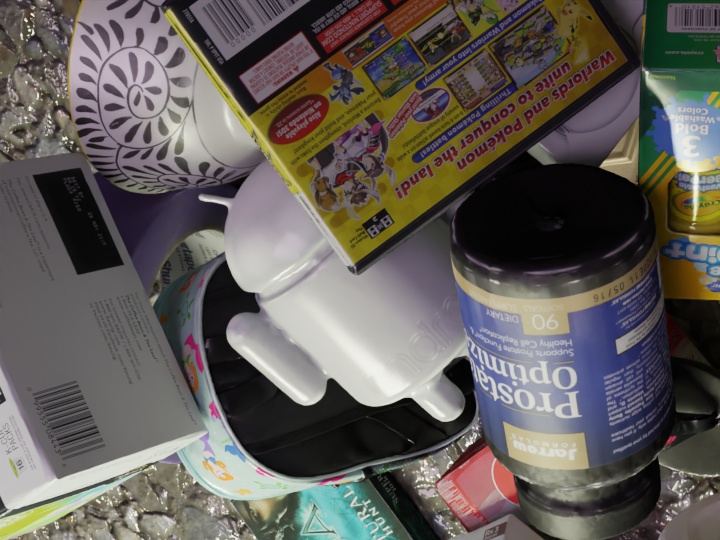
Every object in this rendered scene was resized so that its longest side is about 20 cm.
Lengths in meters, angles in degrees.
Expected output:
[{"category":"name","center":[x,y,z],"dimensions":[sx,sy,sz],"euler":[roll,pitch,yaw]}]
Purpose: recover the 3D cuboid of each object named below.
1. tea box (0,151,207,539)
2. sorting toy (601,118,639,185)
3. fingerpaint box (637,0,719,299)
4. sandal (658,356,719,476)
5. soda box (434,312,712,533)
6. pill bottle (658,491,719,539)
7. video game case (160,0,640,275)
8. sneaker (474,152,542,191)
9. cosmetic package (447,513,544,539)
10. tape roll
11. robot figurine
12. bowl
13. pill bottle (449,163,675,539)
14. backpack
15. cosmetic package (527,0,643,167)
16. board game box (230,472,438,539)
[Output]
[{"category":"tea box","center":[-0.236,0.060,1.092],"dimensions":[0.197,0.134,0.200],"euler":[-33,78,38]},{"category":"sorting toy","center":[0.112,-0.082,1.126],"dimensions":[0.200,0.036,0.185],"euler":[28,124,25]},{"category":"fingerpaint box","center":[0.251,-0.062,0.948],"dimensions":[0.200,0.073,0.167],"euler":[3,135,10]},{"category":"sandal","center":[0.153,0.079,1.075],"dimensions":[0.200,0.045,0.075],"euler":[21,119,23]},{"category":"soda box","center":[0.141,0.109,1.168],"dimensions":[0.063,0.070,0.200],"euler":[50,127,2]},{"category":"pill bottle","center":[0.271,0.247,1.124],"dimensions":[0.113,0.113,0.200],"euler":[-10,107,35]},{"category":"video game case","center":[0.024,-0.128,0.952],"dimensions":[0.200,0.026,0.181],"euler":[-37,100,-4]},{"category":"sneaker","center":[0.064,-0.118,1.078],"dimensions":[0.088,0.074,0.200],"euler":[-8,94,42]},{"category":"cosmetic package","center":[0.126,0.264,1.199],"dimensions":[0.200,0.081,0.113],"euler":[37,133,-21]},{"category":"tape roll","center":[-0.147,0.031,1.235],"dimensions":[0.085,0.200,0.200],"euler":[9,116,29]},{"category":"robot figurine","center":[0.000,0.000,1.036],"dimensions":[0.200,0.170,0.113],"euler":[44,174,-14]},{"category":"bowl","center":[-0.081,-0.132,1.110],"dimensions":[0.094,0.201,0.201],"euler":[21,122,31]},{"category":"pill bottle","center":[0.117,0.050,0.976],"dimensions":[0.112,0.112,0.200],"euler":[9,129,29]},{"category":"backpack","center":[-0.042,0.061,1.153],"dimensions":[0.151,0.200,0.178],"euler":[-22,84,48]},{"category":"cosmetic package","center":[0.095,-0.169,1.001],"dimensions":[0.200,0.052,0.151],"euler":[38,87,-8]},{"category":"board game box","center":[0.003,0.227,1.338],"dimensions":[0.135,0.028,0.200],"euler":[-36,90,38]}]
